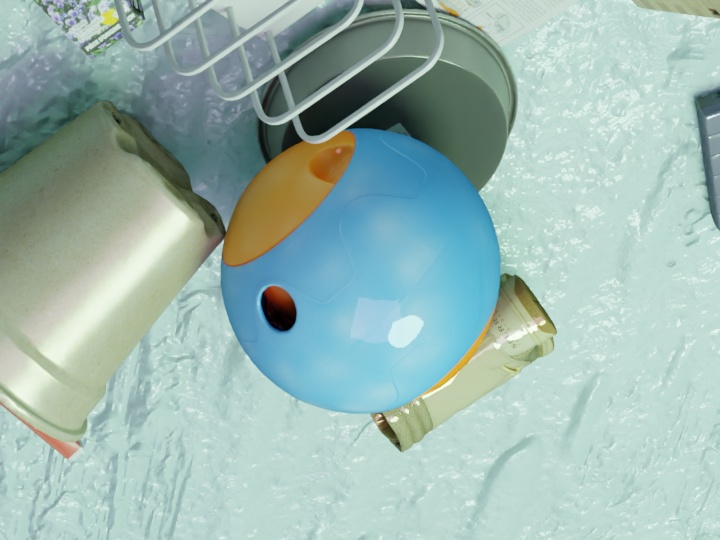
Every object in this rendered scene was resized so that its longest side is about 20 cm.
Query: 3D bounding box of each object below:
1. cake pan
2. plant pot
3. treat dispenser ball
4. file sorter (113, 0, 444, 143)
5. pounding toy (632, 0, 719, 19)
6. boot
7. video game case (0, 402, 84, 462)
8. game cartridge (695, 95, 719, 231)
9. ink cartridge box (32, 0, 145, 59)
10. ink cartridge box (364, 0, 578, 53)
[{"bbox_3d":[0.023,-0.104,1.678,0.198,0.037,0.201,-6,135,-6],"label":"cake pan"},{"bbox_3d":[-0.204,-0.014,1.617,0.183,0.201,0.200,-43,128,6],"label":"plant pot"},{"bbox_3d":[0.000,0.000,1.604,0.199,0.202,0.202,-8,131,-9],"label":"treat dispenser ball"},{"bbox_3d":[-0.057,-0.185,1.480,0.138,0.125,0.199,-32,148,23],"label":"file sorter"},{"bbox_3d":[0.224,-0.249,1.496,0.184,0.142,0.201,38,76,-37],"label":"pounding toy"},{"bbox_3d":[0.075,0.074,1.761,0.155,0.200,0.073,-36,87,-1],"label":"boot"},{"bbox_3d":[-0.287,0.046,1.657,0.017,0.143,0.200,-41,129,4],"label":"video game case"},{"bbox_3d":[0.368,-0.108,1.789,0.198,0.039,0.130,-18,128,-1],"label":"game cartridge"},{"bbox_3d":[-0.221,-0.239,1.456,0.050,0.109,0.200,-32,130,13],"label":"ink cartridge box"},{"bbox_3d":[0.092,-0.239,1.604,0.199,0.048,0.160,-30,133,32],"label":"ink cartridge box"}]
